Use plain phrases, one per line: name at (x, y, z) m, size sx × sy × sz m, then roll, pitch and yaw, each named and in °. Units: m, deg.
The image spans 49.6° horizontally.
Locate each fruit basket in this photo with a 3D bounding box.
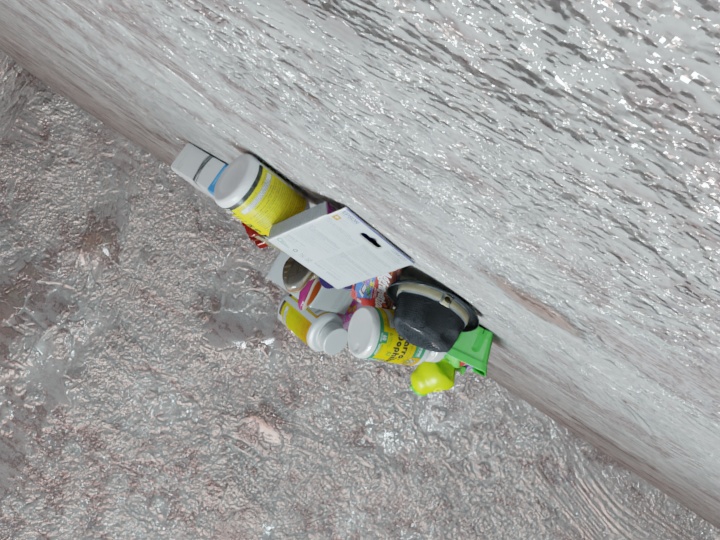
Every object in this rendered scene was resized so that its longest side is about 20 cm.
fruit basket at (0.215, 0.218, 1.804) m, size 0.155 × 0.216 × 0.216 m, roll 25°, pitch 174°, yaw 13°

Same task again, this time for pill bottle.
pill bottle at (-0.170, -0.122, 1.482) m, size 0.200 × 0.113 × 0.112 m, roll 36°, pitch 175°, yaw -34°
pill bottle at (-0.120, 0.136, 2.017) m, size 0.200 × 0.109 × 0.109 m, roll 36°, pitch 179°, yaw 42°
pill bottle at (0.083, 0.143, 1.661) m, size 0.200 × 0.113 × 0.113 m, roll 12°, pitch -173°, yaw -30°

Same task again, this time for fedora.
fedora at (0.132, 0.102, 1.548) m, size 0.200 × 0.092 × 0.201 m, roll 20°, pitch 157°, yaw 9°

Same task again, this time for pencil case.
pencil case at (-0.024, 0.077, 2.098) m, size 0.087 × 0.200 × 0.087 m, roll 30°, pitch 179°, yaw 1°

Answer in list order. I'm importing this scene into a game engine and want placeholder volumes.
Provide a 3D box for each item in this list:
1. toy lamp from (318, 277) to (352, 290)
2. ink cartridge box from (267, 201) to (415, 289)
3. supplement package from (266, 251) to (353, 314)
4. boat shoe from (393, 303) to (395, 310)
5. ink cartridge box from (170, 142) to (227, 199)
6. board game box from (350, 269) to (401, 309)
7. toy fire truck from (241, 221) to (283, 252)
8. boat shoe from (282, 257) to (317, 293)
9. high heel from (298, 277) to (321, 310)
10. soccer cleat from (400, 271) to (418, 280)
toy lamp at (-0.041, 0.018, 1.809) m, size 0.058 × 0.058 × 0.200 m, roll 32°, pitch -175°, yaw 15°
ink cartridge box at (-0.033, -0.049, 1.429) m, size 0.200 × 0.043 × 0.196 m, roll -20°, pitch 137°, yaw 37°
supplement package at (-0.099, 0.002, 1.954) m, size 0.151 × 0.152 × 0.200 m, roll 32°, pitch -175°, yaw 24°
boat shoe at (0.103, 0.097, 1.762) m, size 0.200 × 0.074 × 0.060 m, roll 67°, pitch -161°, yaw -12°
ink cartridge box at (-0.361, -0.226, 1.980) m, size 0.200 × 0.086 × 0.146 m, roll 33°, pitch 176°, yaw 32°
board game box at (0.031, 0.025, 1.651) m, size 0.103 × 0.019 × 0.200 m, roll 35°, pitch 149°, yaw 17°
toy fire truck at (-0.200, -0.091, 1.704) m, size 0.176 × 0.128 × 0.200 m, roll 46°, pitch -156°, yaw -71°
boat shoe at (-0.113, -0.012, 1.709) m, size 0.076 × 0.200 × 0.072 m, roll -3°, pitch 127°, yaw 22°
high heel at (-0.129, -0.009, 1.821) m, size 0.096 × 0.200 × 0.067 m, roll 18°, pitch 165°, yaw 15°
soccer cleat at (0.068, 0.022, 1.678) m, size 0.200 × 0.069 × 0.078 m, roll 34°, pitch 174°, yaw 40°
